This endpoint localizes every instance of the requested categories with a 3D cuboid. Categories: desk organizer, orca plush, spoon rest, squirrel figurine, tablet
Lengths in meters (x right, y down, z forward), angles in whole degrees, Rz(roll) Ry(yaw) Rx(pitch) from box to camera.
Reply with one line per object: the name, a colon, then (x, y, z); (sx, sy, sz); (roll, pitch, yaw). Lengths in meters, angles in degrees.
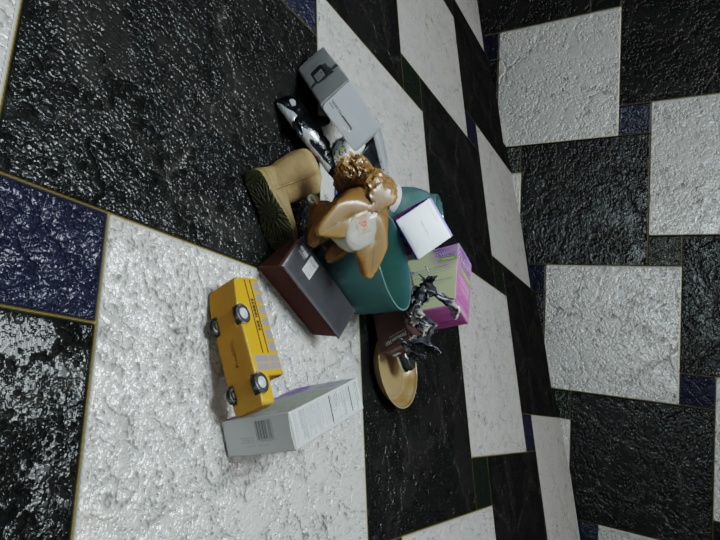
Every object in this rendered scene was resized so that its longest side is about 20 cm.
desk organizer: (-0.100, 0.037, 1.000); (0.201, 0.076, 0.072); (56, 51, -33)
orca plush: (-0.091, -0.293, 1.110); (0.202, 0.071, 0.105); (55, 10, 8)
spoon rest: (0.052, -0.220, 1.321); (0.099, 0.061, 0.201); (39, 12, -41)
squirrel figurine: (-0.024, -0.112, 0.982); (0.140, 0.186, 0.203); (32, 86, -28)
tablet: (0.055, -0.334, 1.422); (0.201, 0.013, 0.133); (-79, 155, -66)

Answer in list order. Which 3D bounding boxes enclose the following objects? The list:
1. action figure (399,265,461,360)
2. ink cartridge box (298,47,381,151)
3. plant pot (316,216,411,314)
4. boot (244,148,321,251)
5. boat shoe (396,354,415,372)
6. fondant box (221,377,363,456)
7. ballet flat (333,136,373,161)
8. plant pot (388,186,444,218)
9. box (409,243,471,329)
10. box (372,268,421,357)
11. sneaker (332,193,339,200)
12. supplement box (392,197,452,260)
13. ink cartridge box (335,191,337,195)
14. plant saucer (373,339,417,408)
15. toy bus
action figure: (0.147, 0.094, 1.136); (0.101, 0.119, 0.203); (28, 53, -17)
ink cartridge box: (-0.047, -0.386, 1.184); (0.145, 0.083, 0.202); (45, 13, -44)
plant pot: (0.000, 0.000, 1.105); (0.200, 0.157, 0.206); (-15, 90, -69)
boot: (-0.129, -0.145, 1.050); (0.200, 0.065, 0.179); (-41, 115, -59)
boat shoe: (0.121, 0.147, 1.304); (0.073, 0.062, 0.206); (35, 50, -52)
fondant box: (-0.105, 0.236, 0.860); (0.199, 0.142, 0.060); (-6, 82, -60)
ballet flat: (-0.013, -0.316, 1.312); (0.073, 0.071, 0.202); (62, 33, -24)
plant pot: (0.158, -0.138, 1.439); (0.200, 0.131, 0.206); (-9, 90, -70)
box: (0.202, 0.051, 1.436); (0.097, 0.173, 0.203); (48, 40, -39)
box: (0.081, 0.088, 1.240); (0.074, 0.100, 0.204); (14, 52, -42)
sneaker: (-0.001, -0.100, 1.216); (0.202, 0.077, 0.090); (61, 40, -27)
supplement box: (0.124, -0.091, 1.241); (0.103, 0.102, 0.200); (58, -7, -4)
ink cartridge box: (0.005, -0.153, 1.313); (0.199, 0.041, 0.122); (33, 51, -49)
plant saucer: (0.081, 0.235, 1.292); (0.199, 0.035, 0.205); (32, 51, -52)
toy bus: (-0.177, 0.116, 0.820); (0.078, 0.064, 0.204); (11, 56, -59)
